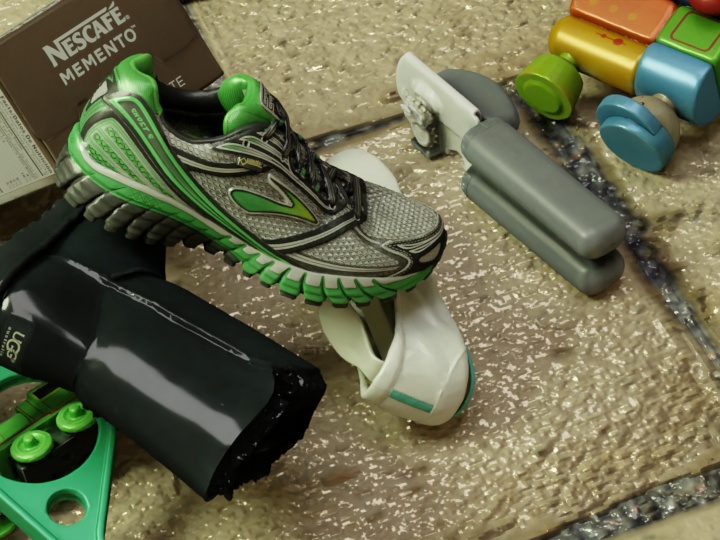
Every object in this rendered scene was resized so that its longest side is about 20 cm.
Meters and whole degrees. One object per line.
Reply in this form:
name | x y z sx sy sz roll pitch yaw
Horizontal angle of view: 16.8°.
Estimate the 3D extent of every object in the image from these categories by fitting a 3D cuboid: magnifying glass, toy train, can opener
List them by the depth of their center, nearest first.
magnifying glass | -0.139 0.124 1.176 0.079 0.022 0.201 -16 58 -17
toy train | -0.157 0.084 1.244 0.200 0.042 0.056 -33 39 -25
can opener | 0.084 -0.063 1.355 0.066 0.053 0.200 -25 46 -19
toy train | 0.128 -0.137 1.416 0.199 0.085 0.116 26 66 30

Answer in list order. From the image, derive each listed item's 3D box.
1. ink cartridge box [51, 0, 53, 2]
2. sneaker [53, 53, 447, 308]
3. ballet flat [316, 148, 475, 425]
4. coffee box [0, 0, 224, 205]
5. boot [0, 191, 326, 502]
ink cartridge box | -0.113 -0.269 1.532 0.199 0.145 0.146 -11 43 -5
sneaker | -0.045 -0.043 1.201 0.199 0.085 0.078 18 28 -19
ballet flat | 0.000 0.000 1.282 0.069 0.070 0.200 -16 47 -9
coffee box | -0.176 -0.094 1.327 0.114 0.080 0.200 -38 12 -28
boot | -0.092 0.029 1.210 0.168 0.077 0.200 30 27 7
